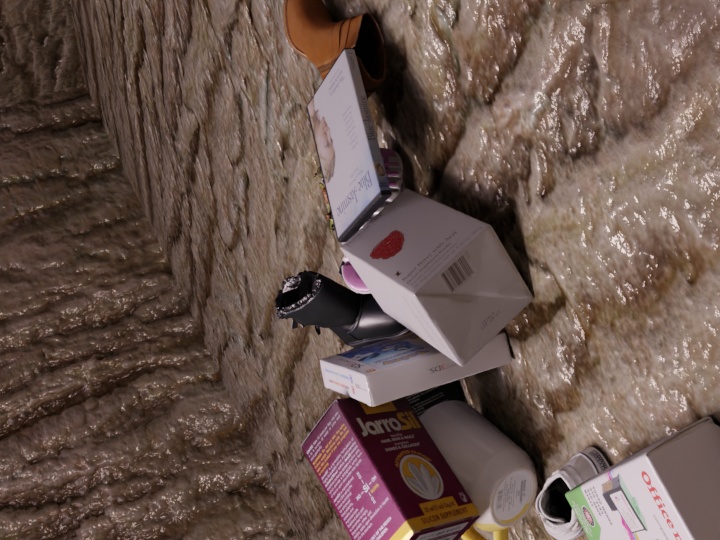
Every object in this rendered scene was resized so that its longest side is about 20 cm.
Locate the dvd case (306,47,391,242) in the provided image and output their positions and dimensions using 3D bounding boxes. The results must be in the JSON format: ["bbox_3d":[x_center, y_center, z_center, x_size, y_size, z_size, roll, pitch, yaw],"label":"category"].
[{"bbox_3d":[-0.019,-0.154,1.235,0.143,0.017,0.202,-44,56,58],"label":"dvd case"}]

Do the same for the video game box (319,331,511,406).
[{"bbox_3d":[0.066,0.118,1.276,0.182,0.198,0.047,-172,68,-68],"label":"video game box"}]

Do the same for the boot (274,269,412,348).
[{"bbox_3d":[-0.013,0.045,1.392,0.197,0.162,0.074,-24,49,41],"label":"boot"}]

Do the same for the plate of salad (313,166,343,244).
[{"bbox_3d":[-0.024,-0.087,1.543,0.201,0.048,0.201,55,158,35],"label":"plate of salad"}]

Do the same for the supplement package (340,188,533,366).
[{"bbox_3d":[0.086,0.002,1.173,0.120,0.121,0.200,54,169,-29],"label":"supplement package"}]

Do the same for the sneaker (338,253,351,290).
[{"bbox_3d":[0.000,0.000,1.461,0.076,0.085,0.202,22,138,21],"label":"sneaker"}]

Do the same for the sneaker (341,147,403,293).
[{"bbox_3d":[0.023,-0.063,1.329,0.088,0.079,0.203,31,-117,-67],"label":"sneaker"}]

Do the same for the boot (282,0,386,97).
[{"bbox_3d":[-0.033,-0.307,1.292,0.155,0.076,0.203,-25,77,64],"label":"boot"}]

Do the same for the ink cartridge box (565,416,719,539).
[{"bbox_3d":[0.299,0.245,0.950,0.146,0.083,0.200,62,160,16],"label":"ink cartridge box"}]

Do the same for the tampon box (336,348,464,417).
[{"bbox_3d":[0.070,0.199,1.473,0.202,0.125,0.150,70,161,-4],"label":"tampon box"}]

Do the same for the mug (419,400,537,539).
[{"bbox_3d":[0.165,0.281,1.321,0.187,0.150,0.153,47,166,-34],"label":"mug"}]

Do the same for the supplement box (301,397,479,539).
[{"bbox_3d":[0.036,0.267,1.250,0.104,0.130,0.201,-55,55,31],"label":"supplement box"}]

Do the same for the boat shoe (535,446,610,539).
[{"bbox_3d":[0.240,0.275,1.176,0.074,0.065,0.201,55,157,32],"label":"boat shoe"}]
